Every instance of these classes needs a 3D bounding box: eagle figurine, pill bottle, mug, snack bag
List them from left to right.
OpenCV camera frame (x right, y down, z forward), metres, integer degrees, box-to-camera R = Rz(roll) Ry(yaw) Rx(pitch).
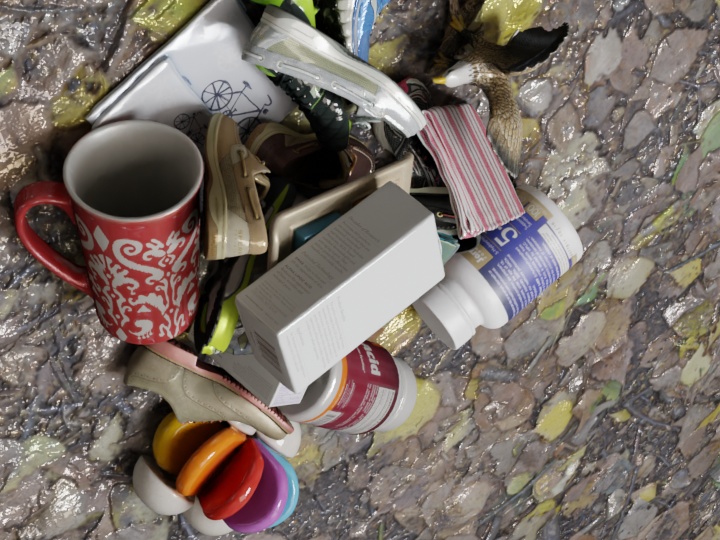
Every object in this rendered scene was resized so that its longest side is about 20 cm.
[{"bbox_3d":[-0.236,-0.038,1.531,0.201,0.176,0.134,92,22,-49],"label":"mug"},{"bbox_3d":[-0.157,-0.163,1.567,0.200,0.021,0.189,-44,138,-5],"label":"snack bag"},{"bbox_3d":[-0.022,0.132,1.828,0.115,0.114,0.200,-56,147,9],"label":"pill bottle"},{"bbox_3d":[0.162,0.000,1.888,0.200,0.120,0.120,-40,138,-10],"label":"pill bottle"},{"bbox_3d":[0.147,-0.208,1.657,0.151,0.200,0.152,-41,138,-9],"label":"eagle figurine"}]

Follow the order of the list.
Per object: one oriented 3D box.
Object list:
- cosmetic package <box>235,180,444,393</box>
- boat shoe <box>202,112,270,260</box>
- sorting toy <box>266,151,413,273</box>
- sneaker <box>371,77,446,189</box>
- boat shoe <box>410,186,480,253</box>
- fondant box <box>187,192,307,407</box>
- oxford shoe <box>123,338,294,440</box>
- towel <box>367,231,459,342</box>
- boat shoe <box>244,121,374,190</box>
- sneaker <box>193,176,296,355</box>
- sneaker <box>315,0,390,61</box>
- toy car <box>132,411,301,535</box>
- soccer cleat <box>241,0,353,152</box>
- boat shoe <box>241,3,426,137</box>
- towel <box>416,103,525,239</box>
[{"bbox_3d":[-0.017,0.015,1.493,0.200,0.074,0.102,-38,145,-20],"label":"cosmetic package"},{"bbox_3d":[-0.120,-0.080,1.499,0.064,0.201,0.072,1,132,-7],"label":"boat shoe"},{"bbox_3d":[-0.018,-0.008,1.557,0.199,0.036,0.186,-30,141,-34],"label":"sorting toy"},{"bbox_3d":[0.076,-0.136,1.747,0.080,0.075,0.200,-39,137,-10],"label":"sneaker"},{"bbox_3d":[0.037,-0.052,1.728,0.200,0.063,0.074,-2,142,-2],"label":"boat shoe"},{"bbox_3d":[-0.091,0.025,1.667,0.058,0.144,0.201,-2,122,-51],"label":"fondant box"},{"bbox_3d":[-0.167,0.141,1.698,0.199,0.070,0.075,32,90,-9],"label":"oxford shoe"},{"bbox_3d":[0.000,0.000,1.727,0.146,0.022,0.200,21,136,-18],"label":"towel"},{"bbox_3d":[-0.040,-0.111,1.655,0.199,0.072,0.073,9,112,-55],"label":"boat shoe"},{"bbox_3d":[-0.106,-0.001,1.594,0.080,0.074,0.201,15,106,-30],"label":"sneaker"},{"bbox_3d":[0.003,-0.271,1.580,0.089,0.079,0.201,-18,130,-27],"label":"sneaker"},{"bbox_3d":[-0.146,0.234,1.779,0.175,0.150,0.200,-50,139,2],"label":"toy car"},{"bbox_3d":[-0.066,-0.204,1.563,0.081,0.067,0.201,-31,119,-24],"label":"soccer cleat"},{"bbox_3d":[-0.023,-0.185,1.516,0.201,0.074,0.065,31,94,-28],"label":"boat shoe"},{"bbox_3d":[0.120,-0.113,1.710,0.030,0.147,0.200,-25,179,21],"label":"towel"}]
